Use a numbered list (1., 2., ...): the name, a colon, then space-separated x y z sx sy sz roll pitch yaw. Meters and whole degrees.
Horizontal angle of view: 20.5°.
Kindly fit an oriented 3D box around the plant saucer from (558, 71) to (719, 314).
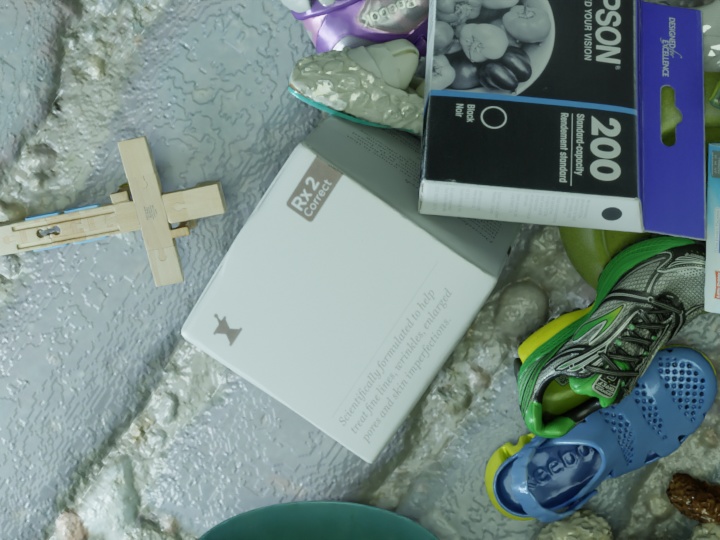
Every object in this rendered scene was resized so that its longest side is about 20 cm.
1. plant saucer: 0.242 -0.046 1.439 0.198 0.031 0.202 -2 121 -4

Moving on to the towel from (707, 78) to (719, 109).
1. towel: 0.324 -0.130 1.388 0.143 0.201 0.023 36 136 -3

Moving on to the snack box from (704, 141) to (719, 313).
1. snack box: 0.323 -0.038 1.405 0.198 0.037 0.118 -7 102 -37

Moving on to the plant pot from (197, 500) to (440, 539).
1. plant pot: -0.031 0.290 1.487 0.198 0.201 0.163 3 112 6

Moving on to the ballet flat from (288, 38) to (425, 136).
1. ballet flat: 0.041 -0.132 1.442 0.198 0.072 0.072 17 102 -27

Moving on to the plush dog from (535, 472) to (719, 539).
1. plush dog: 0.246 0.250 1.480 0.171 0.160 0.201 -30 95 -13

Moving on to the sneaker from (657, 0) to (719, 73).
1. sneaker: 0.213 -0.142 1.458 0.199 0.074 0.088 -27 78 7

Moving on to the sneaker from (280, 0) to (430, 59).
1. sneaker: 0.044 -0.200 1.459 0.198 0.081 0.089 -17 103 14

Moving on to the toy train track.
1. toy train track: -0.196 -0.041 1.532 0.198 0.033 0.116 -10 105 14

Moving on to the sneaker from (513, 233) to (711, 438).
1. sneaker: 0.191 0.052 1.428 0.078 0.086 0.200 31 123 -21

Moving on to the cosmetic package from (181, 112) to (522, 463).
1. cosmetic package: 0.000 0.000 1.420 0.164 0.200 0.166 34 108 0

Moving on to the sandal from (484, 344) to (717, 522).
1. sandal: 0.181 0.129 1.486 0.199 0.087 0.080 -38 91 9

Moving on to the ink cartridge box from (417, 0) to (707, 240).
1. ink cartridge box: 0.142 -0.122 1.356 0.198 0.044 0.200 6 59 -3
